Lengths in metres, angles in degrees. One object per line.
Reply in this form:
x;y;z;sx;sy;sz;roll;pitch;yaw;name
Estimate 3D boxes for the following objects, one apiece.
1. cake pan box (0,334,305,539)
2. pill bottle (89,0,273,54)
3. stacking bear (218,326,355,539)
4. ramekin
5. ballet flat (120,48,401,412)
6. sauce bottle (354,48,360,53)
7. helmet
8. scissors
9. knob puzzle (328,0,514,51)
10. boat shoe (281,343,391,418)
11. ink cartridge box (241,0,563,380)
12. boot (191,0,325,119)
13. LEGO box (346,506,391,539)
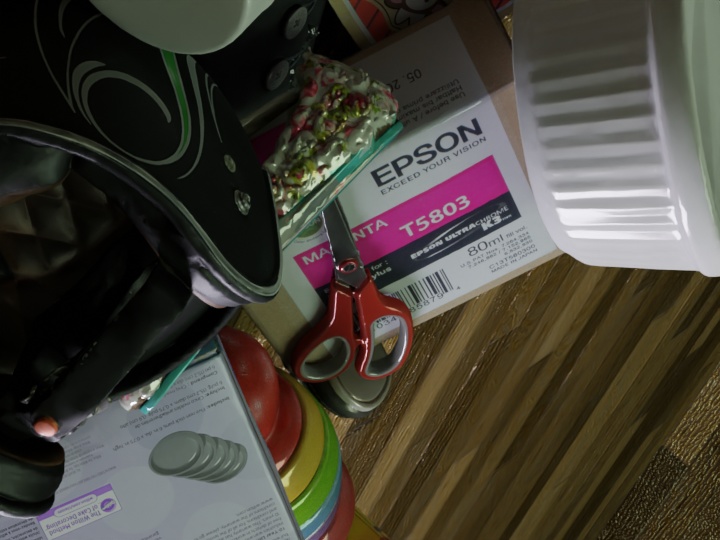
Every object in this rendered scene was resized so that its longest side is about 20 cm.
-0.133;0.143;0.949;0.199;0.052;0.185;-24;117;-3;cake pan box
-0.029;-0.178;0.703;0.200;0.119;0.120;-53;167;-35;pill bottle
-0.072;0.101;1.062;0.113;0.122;0.200;-19;149;0;stacking bear
0.144;-0.094;0.974;0.202;0.094;0.204;-5;90;-72;ramekin
-0.062;-0.024;0.875;0.200;0.064;0.076;-49;-176;-17;ballet flat
0.004;-0.090;1.114;0.201;0.066;0.066;-58;160;22;sauce bottle
-0.128;-0.018;0.728;0.201;0.199;0.191;-55;-162;16;helmet
0.000;0.000;1.011;0.073;0.014;0.201;-8;141;-12;scissors
0.057;-0.187;0.962;0.218;0.031;0.220;-18;140;-16;knob puzzle
-0.025;0.046;1.183;0.057;0.067;0.200;-44;-156;18;boat shoe
0.015;-0.042;1.039;0.199;0.075;0.165;-27;144;5;ink cartridge box
-0.063;-0.139;0.870;0.164;0.066;0.200;-32;160;-39;boot
-0.090;0.187;1.225;0.149;0.200;0.077;-36;157;-34;LEGO box
